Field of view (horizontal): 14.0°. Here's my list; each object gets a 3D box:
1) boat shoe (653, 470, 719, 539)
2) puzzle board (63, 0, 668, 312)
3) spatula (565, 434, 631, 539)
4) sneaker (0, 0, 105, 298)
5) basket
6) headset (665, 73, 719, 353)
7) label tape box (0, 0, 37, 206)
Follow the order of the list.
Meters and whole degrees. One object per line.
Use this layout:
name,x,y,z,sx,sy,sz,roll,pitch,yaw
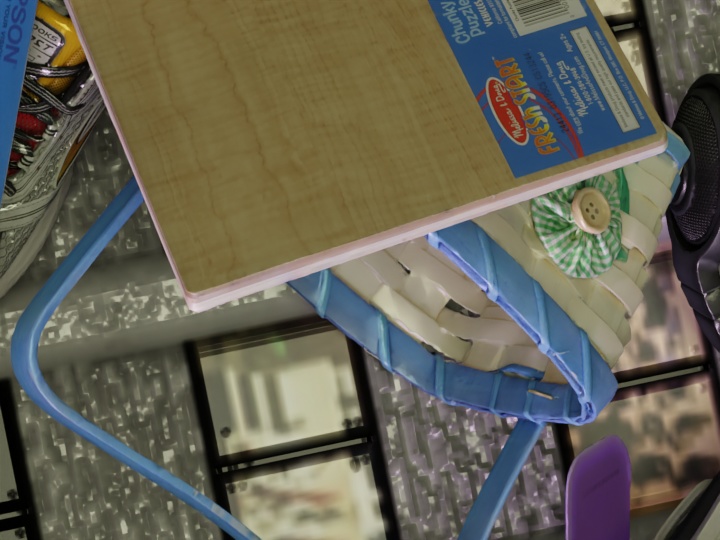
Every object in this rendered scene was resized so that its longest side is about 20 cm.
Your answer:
boat shoe,0.135,0.101,0.986,0.074,0.060,0.200,43,61,-5
puzzle board,-0.011,-0.083,0.910,0.150,0.017,0.201,-18,52,-9
spatula,0.064,0.151,1.004,0.020,0.056,0.201,22,112,21
sneaker,-0.121,-0.067,0.993,0.078,0.082,0.201,28,87,-4
basket,0.000,0.000,0.962,0.176,0.139,0.201,38,77,-24
headset,0.157,-0.051,1.036,0.123,0.094,0.201,-21,106,-10
label tape box,-0.205,-0.049,0.977,0.199,0.063,0.145,10,89,39
